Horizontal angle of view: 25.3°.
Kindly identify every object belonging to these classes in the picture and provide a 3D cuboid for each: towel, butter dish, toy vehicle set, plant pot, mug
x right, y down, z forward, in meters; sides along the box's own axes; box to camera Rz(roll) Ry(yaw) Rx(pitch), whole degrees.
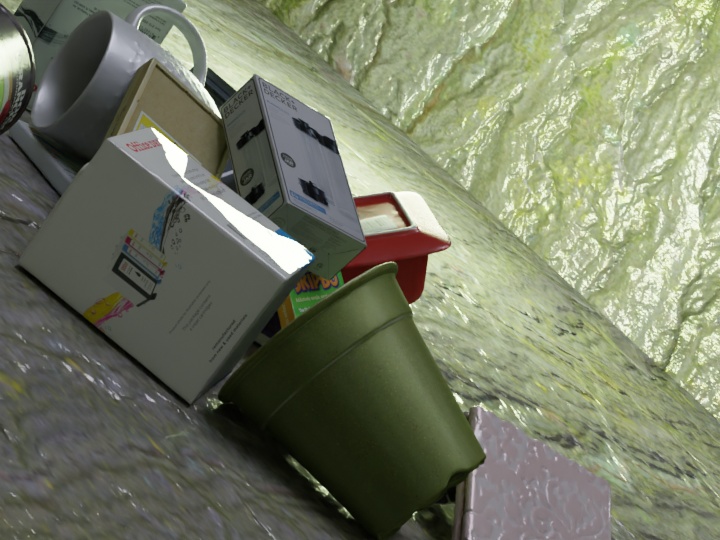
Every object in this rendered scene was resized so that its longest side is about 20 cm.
[{"bbox_3d":[0.166,0.249,1.543,0.200,0.032,0.192,32,44,-27],"label":"towel"},{"bbox_3d":[0.000,0.000,1.966,0.199,0.149,0.200,-8,24,-9],"label":"butter dish"},{"bbox_3d":[-0.199,-0.108,1.605,0.124,0.026,0.201,43,40,-25],"label":"toy vehicle set"},{"bbox_3d":[0.008,0.129,1.418,0.190,0.200,0.200,53,14,9],"label":"plant pot"},{"bbox_3d":[-0.234,-0.195,1.743,0.175,0.201,0.147,33,-24,-31],"label":"mug"}]

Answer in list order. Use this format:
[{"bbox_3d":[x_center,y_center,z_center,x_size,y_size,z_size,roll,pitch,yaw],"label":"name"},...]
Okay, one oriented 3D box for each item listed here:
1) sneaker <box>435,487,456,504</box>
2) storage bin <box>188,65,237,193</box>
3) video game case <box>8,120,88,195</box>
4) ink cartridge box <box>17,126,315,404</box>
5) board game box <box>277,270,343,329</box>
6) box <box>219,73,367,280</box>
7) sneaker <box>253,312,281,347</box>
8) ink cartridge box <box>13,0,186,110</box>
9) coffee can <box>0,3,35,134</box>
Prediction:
[{"bbox_3d":[0.083,0.205,1.589,0.199,0.081,0.074,11,65,-35],"label":"sneaker"},{"bbox_3d":[-0.198,-0.129,1.899,0.200,0.146,0.134,43,40,21],"label":"storage bin"},{"bbox_3d":[-0.264,-0.076,1.721,0.200,0.022,0.182,46,14,33],"label":"video game case"},{"bbox_3d":[-0.170,-0.010,1.434,0.200,0.145,0.147,39,12,2],"label":"ink cartridge box"},{"bbox_3d":[-0.041,0.062,1.611,0.095,0.030,0.201,15,56,-49],"label":"board game box"},{"bbox_3d":[-0.071,-0.098,1.643,0.116,0.060,0.201,28,32,-36],"label":"box"},{"bbox_3d":[-0.129,0.006,1.645,0.200,0.088,0.076,31,14,-32],"label":"sneaker"},{"bbox_3d":[-0.322,-0.273,1.865,0.146,0.200,0.083,28,11,-42],"label":"ink cartridge box"},{"bbox_3d":[-0.380,-0.167,1.405,0.146,0.147,0.200,37,12,-6],"label":"coffee can"}]
